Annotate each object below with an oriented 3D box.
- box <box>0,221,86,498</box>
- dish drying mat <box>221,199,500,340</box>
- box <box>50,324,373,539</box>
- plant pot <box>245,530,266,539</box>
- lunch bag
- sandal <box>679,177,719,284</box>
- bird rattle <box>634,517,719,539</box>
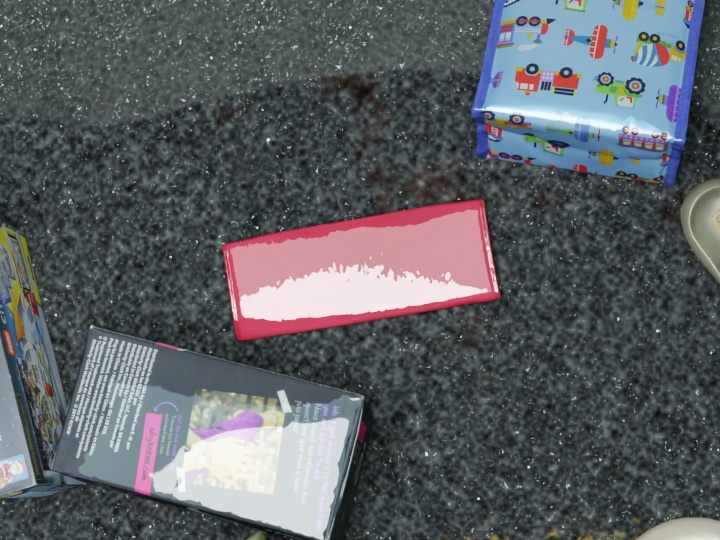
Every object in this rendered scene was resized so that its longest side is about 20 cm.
[{"bbox_3d":[-0.254,0.062,1.157,0.037,0.137,0.201,-16,81,3],"label":"box"},{"bbox_3d":[0.000,0.000,1.203,0.199,0.018,0.077,-10,83,3],"label":"dish drying mat"},{"bbox_3d":[-0.100,0.120,1.141,0.199,0.122,0.107,14,80,6],"label":"box"},{"bbox_3d":[-0.093,0.310,1.087,0.200,0.200,0.185,-37,86,0],"label":"plant pot"},{"bbox_3d":[0.173,-0.179,1.182,0.150,0.094,0.201,10,75,9],"label":"lunch bag"},{"bbox_3d":[0.307,0.013,1.154,0.080,0.054,0.200,-41,81,-1],"label":"sandal"},{"bbox_3d":[0.250,0.241,1.113,0.200,0.113,0.163,-38,65,-3],"label":"bird rattle"}]
